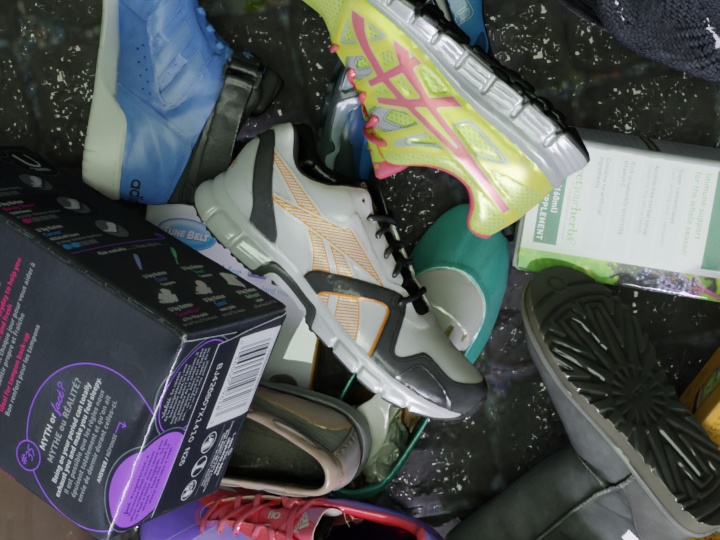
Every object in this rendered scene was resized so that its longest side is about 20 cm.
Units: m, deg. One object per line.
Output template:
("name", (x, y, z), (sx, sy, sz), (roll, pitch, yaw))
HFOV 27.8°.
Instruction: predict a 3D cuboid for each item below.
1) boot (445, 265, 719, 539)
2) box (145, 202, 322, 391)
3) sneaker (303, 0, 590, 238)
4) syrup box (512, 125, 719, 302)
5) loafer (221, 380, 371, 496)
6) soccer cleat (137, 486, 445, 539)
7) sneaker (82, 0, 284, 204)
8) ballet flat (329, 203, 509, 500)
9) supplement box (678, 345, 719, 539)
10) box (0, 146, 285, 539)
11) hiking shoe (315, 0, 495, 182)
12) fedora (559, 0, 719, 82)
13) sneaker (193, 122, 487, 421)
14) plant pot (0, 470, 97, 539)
("boot", (0.109, 0.118, 0.849), (0.072, 0.200, 0.183), (-20, 73, -33))
("box", (-0.082, 0.038, 0.899), (0.118, 0.041, 0.202), (10, 103, 3))
("sneaker", (0.023, -0.095, 0.780), (0.200, 0.078, 0.090), (42, 106, 3))
("syrup box", (0.191, -0.030, 0.844), (0.198, 0.081, 0.080), (9, 101, 4))
("loafer", (-0.095, 0.090, 0.849), (0.198, 0.063, 0.073), (9, 104, 13))
("soccer cleat", (-0.042, 0.152, 0.841), (0.198, 0.073, 0.069), (9, 63, 18))
("sneaker", (-0.098, -0.137, 0.854), (0.110, 0.077, 0.203), (6, 90, -7))
("ballet flat", (0.033, 0.056, 0.876), (0.067, 0.070, 0.201), (28, 100, 0))
("supplement box", (0.215, 0.090, 0.824), (0.068, 0.067, 0.201), (24, 132, 1))
("box", (-0.160, 0.031, 0.778), (0.199, 0.106, 0.123), (30, 108, 20))
("hiking shoe", (0.034, -0.121, 0.844), (0.086, 0.074, 0.202), (22, 101, 1))
("fedora", (0.171, -0.167, 0.768), (0.198, 0.092, 0.202), (4, 143, 3))
("sneaker", (0.000, 0.000, 0.803), (0.200, 0.074, 0.080), (43, 102, 3))
("plant pot", (-0.230, 0.186, 0.874), (0.198, 0.200, 0.177), (6, 84, 4))
